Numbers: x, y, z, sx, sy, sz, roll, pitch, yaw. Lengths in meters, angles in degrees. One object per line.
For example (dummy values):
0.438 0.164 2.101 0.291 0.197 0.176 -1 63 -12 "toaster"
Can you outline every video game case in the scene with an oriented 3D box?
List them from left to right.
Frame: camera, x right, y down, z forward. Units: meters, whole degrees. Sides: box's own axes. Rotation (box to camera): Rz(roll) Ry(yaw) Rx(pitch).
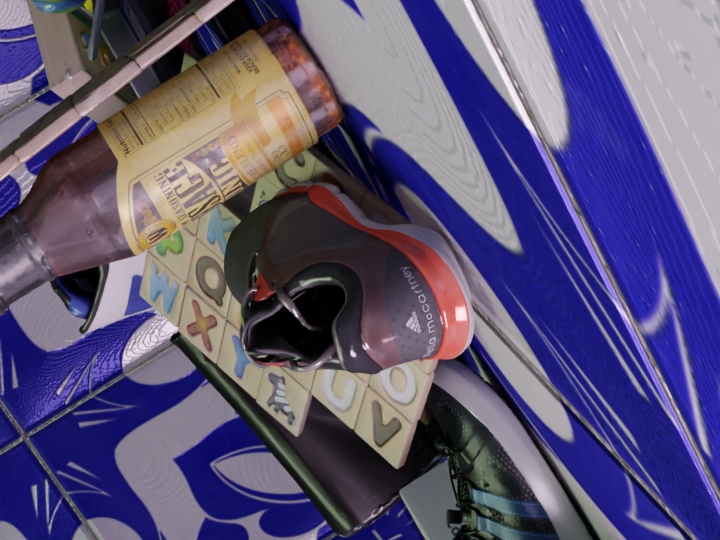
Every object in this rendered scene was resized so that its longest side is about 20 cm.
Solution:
-0.128 -0.166 1.128 0.143 0.019 0.200 64 -170 -48 "video game case"

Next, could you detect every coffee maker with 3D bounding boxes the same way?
-0.039 0.093 1.416 0.200 0.135 0.192 48 -162 -4 "coffee maker"

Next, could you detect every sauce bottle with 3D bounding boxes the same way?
-0.105 -0.043 0.912 0.066 0.200 0.066 56 177 4 "sauce bottle"

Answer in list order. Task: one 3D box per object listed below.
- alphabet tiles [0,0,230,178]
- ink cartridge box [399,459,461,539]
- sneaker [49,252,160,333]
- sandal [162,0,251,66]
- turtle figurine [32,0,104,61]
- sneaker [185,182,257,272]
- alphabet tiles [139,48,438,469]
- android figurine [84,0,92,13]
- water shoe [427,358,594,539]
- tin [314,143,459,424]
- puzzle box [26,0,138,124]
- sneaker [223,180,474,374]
-0.135 -0.079 0.911 0.008 0.200 0.167 53 177 -11 "alphabet tiles"
0.090 0.186 1.193 0.117 0.067 0.200 55 175 38 "ink cartridge box"
-0.133 -0.004 1.217 0.081 0.115 0.199 64 -177 29 "sneaker"
-0.099 -0.156 1.092 0.200 0.045 0.075 60 176 -17 "sandal"
-0.179 -0.199 0.926 0.144 0.200 0.195 3 120 35 "turtle figurine"
-0.043 -0.010 1.047 0.088 0.076 0.200 -45 70 40 "sneaker"
-0.038 0.007 0.987 0.200 0.008 0.168 40 134 27 "alphabet tiles"
-0.179 -0.244 1.197 0.182 0.041 0.201 28 -140 -83 "android figurine"
0.073 0.140 0.981 0.200 0.079 0.072 58 175 4 "water shoe"
0.000 0.000 1.126 0.200 0.042 0.112 56 171 25 "tin"
-0.157 -0.140 1.277 0.200 0.025 0.133 36 -148 -60 "puzzle box"
-0.030 0.008 0.895 0.200 0.082 0.077 8 117 61 "sneaker"
